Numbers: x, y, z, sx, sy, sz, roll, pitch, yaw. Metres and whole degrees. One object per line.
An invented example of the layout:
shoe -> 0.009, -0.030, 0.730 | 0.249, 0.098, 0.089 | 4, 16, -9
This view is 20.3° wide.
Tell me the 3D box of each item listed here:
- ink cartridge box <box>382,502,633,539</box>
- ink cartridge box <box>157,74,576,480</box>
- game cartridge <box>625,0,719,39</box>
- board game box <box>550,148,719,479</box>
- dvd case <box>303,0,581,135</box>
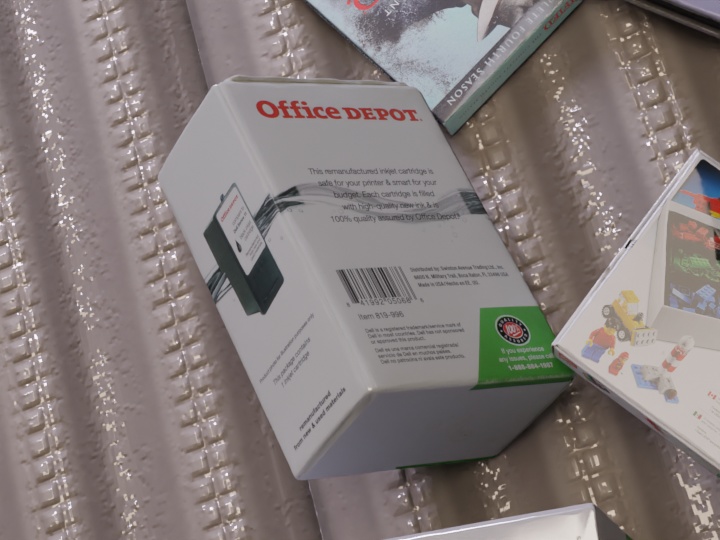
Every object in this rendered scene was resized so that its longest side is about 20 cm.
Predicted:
ink cartridge box -> 0.040, 0.182, 0.984 | 0.199, 0.146, 0.085 | -13, 68, 17
ink cartridge box -> 0.000, 0.000, 1.059 | 0.083, 0.146, 0.201 | -50, 54, 38
game cartridge -> 0.189, -0.201, 1.120 | 0.199, 0.038, 0.130 | 25, 77, 23
board game box -> 0.211, 0.048, 1.002 | 0.200, 0.035, 0.126 | 37, 85, 12
dvd case -> 0.037, -0.192, 1.194 | 0.146, 0.022, 0.200 | -45, 64, 0
